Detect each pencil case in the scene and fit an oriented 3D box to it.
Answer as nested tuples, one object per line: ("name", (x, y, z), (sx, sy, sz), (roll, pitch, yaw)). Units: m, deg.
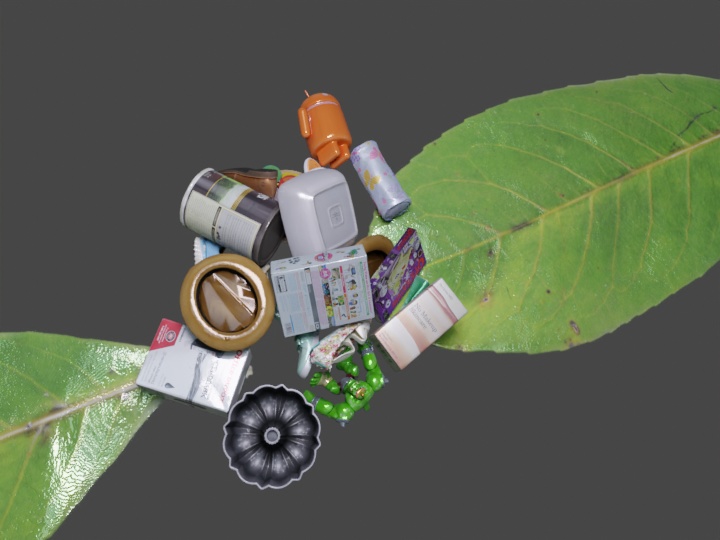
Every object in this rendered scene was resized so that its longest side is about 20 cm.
("pencil case", (0.050, -0.228, 1.413), (0.090, 0.083, 0.202), (-13, 69, -52))

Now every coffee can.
("coffee can", (-0.278, -0.119, 1.251), (0.198, 0.147, 0.148), (26, 67, 7))

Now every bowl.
("bowl", (-0.079, -0.121, 1.256), (0.199, 0.074, 0.203), (-32, 115, -48))

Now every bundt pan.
("bundt pan", (-0.179, 0.338, 1.156), (0.198, 0.076, 0.206), (1, 78, -5))

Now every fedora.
("fedora", (-0.274, 0.067, 1.168), (0.197, 0.082, 0.204), (2, 79, -9))
("fedora", (0.000, 0.000, 1.297), (0.081, 0.202, 0.201), (21, 61, 38))

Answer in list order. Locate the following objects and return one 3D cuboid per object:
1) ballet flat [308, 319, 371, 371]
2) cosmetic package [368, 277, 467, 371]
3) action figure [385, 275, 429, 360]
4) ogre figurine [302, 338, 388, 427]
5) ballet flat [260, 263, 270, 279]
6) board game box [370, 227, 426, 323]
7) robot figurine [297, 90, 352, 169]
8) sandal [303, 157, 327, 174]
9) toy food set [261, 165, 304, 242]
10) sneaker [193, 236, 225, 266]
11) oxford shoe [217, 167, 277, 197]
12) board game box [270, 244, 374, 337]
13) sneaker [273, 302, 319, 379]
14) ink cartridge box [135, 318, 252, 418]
("ballet flat", (-0.027, 0.149, 1.214), (0.064, 0.076, 0.199), (38, 56, 21))
("cosmetic package", (0.127, 0.120, 1.242), (0.199, 0.087, 0.104), (-40, 86, -14))
("action figure", (0.118, 0.127, 1.311), (0.118, 0.055, 0.201), (37, 75, 3))
("ogre figurine", (-0.024, 0.248, 1.222), (0.199, 0.099, 0.120), (-31, 59, -35))
("ballet flat", (-0.240, 0.069, 1.262), (0.061, 0.067, 0.203), (14, 68, -16))
("board game box", (0.084, 0.011, 1.315), (0.032, 0.121, 0.201), (22, 63, 30))
("robot figurine", (-0.091, -0.361, 1.419), (0.142, 0.117, 0.203), (-13, 72, -15))
("sandal", (-0.074, -0.183, 1.359), (0.079, 0.059, 0.210), (-3, 72, -58))
("toy food set", (-0.179, -0.159, 1.365), (0.194, 0.049, 0.203), (9, 69, -7))
("sneaker", (-0.325, 0.015, 1.259), (0.088, 0.078, 0.203), (-4, 71, -15))
("oxford shoe", (-0.271, -0.206, 1.323), (0.071, 0.198, 0.073), (-18, 115, -44))
("board game box", (-0.078, 0.041, 1.172), (0.196, 0.064, 0.150), (-11, 116, -6))
("sneaker", (-0.151, 0.138, 1.245), (0.116, 0.074, 0.203), (12, 59, -12))
("ink cartridge box", (-0.343, 0.206, 1.179), (0.197, 0.084, 0.146), (18, 67, -4))
